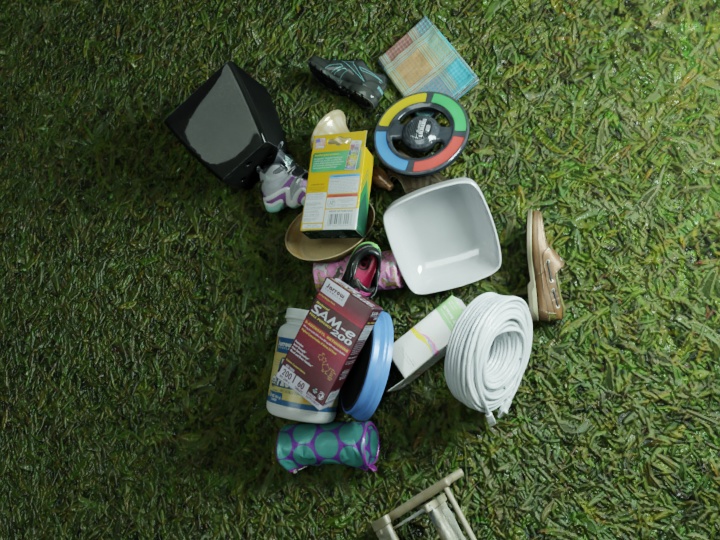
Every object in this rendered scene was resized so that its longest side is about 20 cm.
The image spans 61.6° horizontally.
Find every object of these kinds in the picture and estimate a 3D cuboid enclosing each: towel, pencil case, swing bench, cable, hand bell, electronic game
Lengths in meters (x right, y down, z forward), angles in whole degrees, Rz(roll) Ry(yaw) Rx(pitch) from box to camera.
[{"bbox_3d":[0.138,-0.424,1.277,0.145,0.022,0.203,-37,69,11],"label":"towel"},{"bbox_3d":[-0.063,0.345,1.182,0.194,0.085,0.096,-8,77,20],"label":"pencil case"},{"bbox_3d":[0.000,0.000,1.222,0.194,0.082,0.090,-3,79,22],"label":"pencil case"},{"bbox_3d":[0.133,0.493,1.049,0.198,0.129,0.202,-35,70,13],"label":"swing bench"},{"bbox_3d":[0.225,0.140,1.045,0.068,0.201,0.202,19,67,45],"label":"cable"},{"bbox_3d":[-0.003,-0.233,1.262,0.199,0.104,0.105,43,97,19],"label":"hand bell"},{"bbox_3d":[0.119,-0.272,1.197,0.193,0.042,0.206,-7,62,13],"label":"electronic game"}]

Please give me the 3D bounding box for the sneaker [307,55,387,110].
[{"bbox_3d":[-0.028,-0.426,1.328,0.197,0.076,0.080,33,81,16],"label":"sneaker"}]

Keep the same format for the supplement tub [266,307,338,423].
[{"bbox_3d":[-0.104,0.186,1.195,0.140,0.144,0.207,5,82,22],"label":"supplement tub"}]

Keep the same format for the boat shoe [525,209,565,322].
[{"bbox_3d":[0.336,-0.010,1.098,0.066,0.072,0.208,-3,88,17],"label":"boat shoe"}]

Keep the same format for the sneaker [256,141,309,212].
[{"bbox_3d":[-0.137,-0.208,1.287,0.194,0.078,0.144,-9,113,19],"label":"sneaker"}]

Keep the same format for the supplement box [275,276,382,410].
[{"bbox_3d":[-0.056,0.128,1.069,0.107,0.061,0.204,30,97,19],"label":"supplement box"}]

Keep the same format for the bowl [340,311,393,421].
[{"bbox_3d":[0.008,0.174,1.131,0.038,0.200,0.207,15,85,-13],"label":"bowl"}]

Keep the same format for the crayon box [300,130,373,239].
[{"bbox_3d":[-0.043,-0.168,1.198,0.122,0.051,0.207,0,74,24],"label":"crayon box"}]

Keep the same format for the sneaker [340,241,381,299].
[{"bbox_3d":[-0.013,0.044,1.123,0.074,0.084,0.206,17,90,-9],"label":"sneaker"}]

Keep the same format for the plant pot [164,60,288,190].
[{"bbox_3d":[-0.274,-0.299,1.338,0.198,0.199,0.180,-37,79,11],"label":"plant pot"}]

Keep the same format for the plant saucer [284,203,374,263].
[{"bbox_3d":[-0.059,-0.078,1.244,0.194,0.036,0.203,-13,40,11],"label":"plant saucer"}]

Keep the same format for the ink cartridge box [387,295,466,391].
[{"bbox_3d":[0.121,0.138,1.126,0.199,0.117,0.068,-40,73,10],"label":"ink cartridge box"}]

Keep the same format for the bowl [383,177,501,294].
[{"bbox_3d":[0.156,-0.072,1.139,0.194,0.075,0.204,-16,115,18],"label":"bowl"}]

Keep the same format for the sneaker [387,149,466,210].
[{"bbox_3d":[0.134,-0.162,1.216,0.199,0.070,0.077,42,113,28],"label":"sneaker"}]
